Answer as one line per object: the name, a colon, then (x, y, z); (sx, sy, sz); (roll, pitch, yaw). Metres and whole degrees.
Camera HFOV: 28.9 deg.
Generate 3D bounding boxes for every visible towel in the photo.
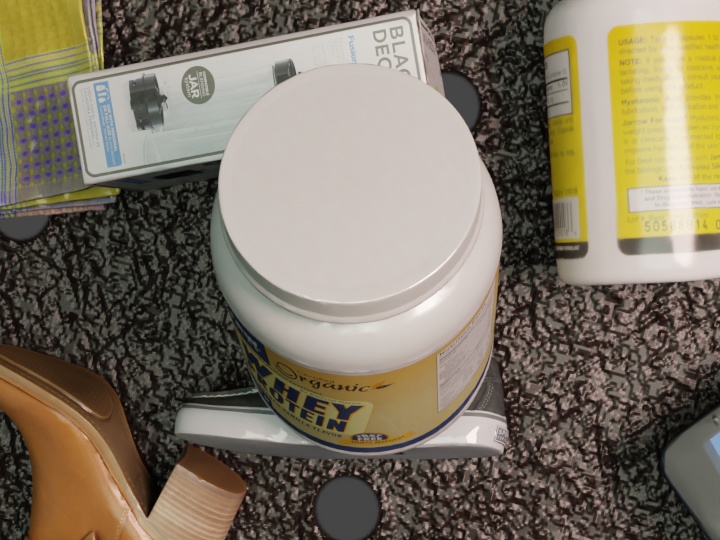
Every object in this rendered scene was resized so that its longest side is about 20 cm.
towel: (-0.243, -0.103, 0.860); (0.197, 0.023, 0.146); (-4, 92, 13)

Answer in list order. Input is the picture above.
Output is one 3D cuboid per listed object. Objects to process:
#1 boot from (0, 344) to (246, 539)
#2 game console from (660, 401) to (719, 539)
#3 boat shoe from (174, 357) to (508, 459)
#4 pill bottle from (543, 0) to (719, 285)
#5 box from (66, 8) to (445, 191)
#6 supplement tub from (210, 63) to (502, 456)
boot: (-0.183, 0.149, 0.846); (0.199, 0.074, 0.156); (33, 100, 8)
game console: (0.274, 0.115, 0.698); (0.199, 0.171, 0.118); (-39, 108, 13)
boat shoe: (-0.011, 0.080, 0.828); (0.197, 0.069, 0.057); (1, 74, 6)
pill bottle: (0.157, -0.096, 0.771); (0.110, 0.111, 0.203); (-3, 92, 8)
box: (-0.053, -0.093, 0.797); (0.197, 0.117, 0.061); (-10, 90, 7)
supplement tub: (0.000, 0.000, 0.716); (0.142, 0.201, 0.146); (-1, 65, 3)
